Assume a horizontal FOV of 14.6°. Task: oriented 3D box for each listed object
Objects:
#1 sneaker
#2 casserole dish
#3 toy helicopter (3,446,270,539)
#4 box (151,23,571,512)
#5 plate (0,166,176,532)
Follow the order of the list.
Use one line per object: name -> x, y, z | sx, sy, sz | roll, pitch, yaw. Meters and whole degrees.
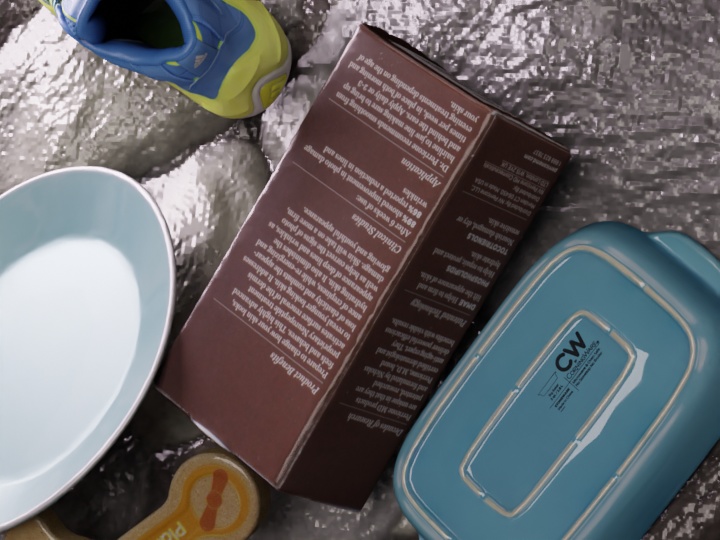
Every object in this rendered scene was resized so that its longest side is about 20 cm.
sneaker -> -0.125, -0.148, 1.377 | 0.200, 0.105, 0.076 | 33, 97, 26
casserole dish -> 0.091, 0.067, 1.278 | 0.121, 0.039, 0.200 | 41, 100, 25
toy helicopter -> -0.114, 0.159, 1.339 | 0.200, 0.079, 0.132 | -40, 83, 23
box -> 0.000, 0.000, 1.304 | 0.100, 0.075, 0.200 | 37, 98, 38
plate -> -0.162, 0.042, 1.384 | 0.200, 0.026, 0.201 | -21, 52, 29
